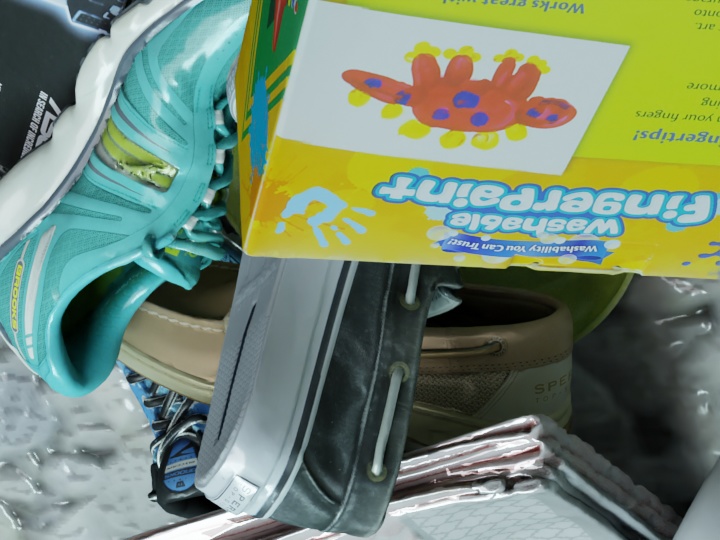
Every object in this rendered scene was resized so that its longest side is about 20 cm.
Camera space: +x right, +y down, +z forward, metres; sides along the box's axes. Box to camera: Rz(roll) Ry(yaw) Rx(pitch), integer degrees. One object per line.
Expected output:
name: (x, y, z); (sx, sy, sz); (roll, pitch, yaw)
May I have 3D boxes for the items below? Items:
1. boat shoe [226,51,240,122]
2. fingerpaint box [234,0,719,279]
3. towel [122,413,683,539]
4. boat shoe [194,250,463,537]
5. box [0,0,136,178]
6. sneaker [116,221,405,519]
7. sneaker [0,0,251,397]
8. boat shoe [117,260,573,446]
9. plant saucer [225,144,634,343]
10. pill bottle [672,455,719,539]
boat shoe: (0.059, -0.062, 0.767); (0.070, 0.200, 0.072); (90, 161, -66)
fingerpaint box: (0.075, -0.075, 0.648); (0.199, 0.074, 0.167); (3, 142, -11)
towel: (0.015, 0.114, 0.896); (0.190, 0.200, 0.032); (-18, 67, 18)
boat shoe: (0.000, 0.000, 0.817); (0.071, 0.201, 0.072); (24, 156, -18)
box: (-0.135, -0.151, 0.896); (0.163, 0.086, 0.200); (34, 134, 8)
sneaker: (-0.061, 0.056, 0.989); (0.200, 0.090, 0.078); (48, 134, -4)
sneaker: (-0.068, -0.036, 0.867); (0.200, 0.077, 0.080); (-51, 56, 28)
boat shoe: (-0.012, 0.016, 0.907); (0.199, 0.071, 0.065); (12, 121, 17)
plant saucer: (0.023, -0.055, 0.897); (0.199, 0.031, 0.201); (17, 128, 23)
pill bottle: (0.207, 0.146, 0.856); (0.199, 0.112, 0.113); (25, 132, 17)
